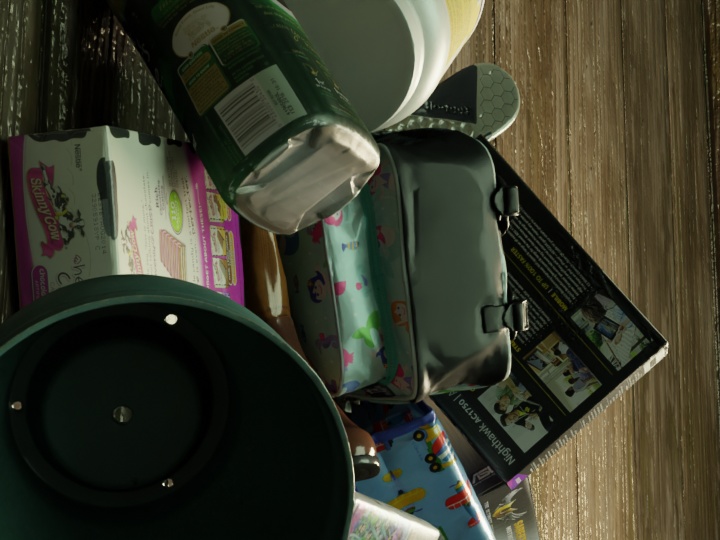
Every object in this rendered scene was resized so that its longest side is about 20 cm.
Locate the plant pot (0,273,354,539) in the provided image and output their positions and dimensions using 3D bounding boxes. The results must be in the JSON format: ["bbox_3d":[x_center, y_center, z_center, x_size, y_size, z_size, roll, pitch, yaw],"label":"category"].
[{"bbox_3d":[-0.112,0.087,1.148,0.134,0.199,0.201,-121,-161,-70],"label":"plant pot"}]

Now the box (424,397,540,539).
[{"bbox_3d":[0.078,0.159,1.783,0.159,0.048,0.200,57,-12,38],"label":"box"}]

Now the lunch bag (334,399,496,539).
[{"bbox_3d":[0.017,0.133,1.678,0.151,0.094,0.200,64,0,-27],"label":"lunch bag"}]

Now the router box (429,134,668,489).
[{"bbox_3d":[0.094,0.028,1.658,0.200,0.149,0.051,49,-2,12],"label":"router box"}]

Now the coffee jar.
[{"bbox_3d":[-0.075,-0.122,1.345,0.200,0.085,0.104,59,12,27],"label":"coffee jar"}]

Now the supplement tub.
[{"bbox_3d":[0.000,-0.179,1.634,0.200,0.145,0.146,-57,138,-64],"label":"supplement tub"}]

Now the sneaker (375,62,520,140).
[{"bbox_3d":[0.007,-0.076,1.747,0.202,0.146,0.077,-24,87,-31],"label":"sneaker"}]

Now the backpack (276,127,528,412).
[{"bbox_3d":[0.000,0.000,1.541,0.200,0.150,0.179,-175,-102,-67],"label":"backpack"}]

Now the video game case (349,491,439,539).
[{"bbox_3d":[-0.031,0.231,1.444,0.201,0.024,0.182,-60,158,-2],"label":"video game case"}]

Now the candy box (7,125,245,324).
[{"bbox_3d":[-0.124,-0.004,1.313,0.200,0.061,0.137,7,78,-74],"label":"candy box"}]

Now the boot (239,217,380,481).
[{"bbox_3d":[-0.045,0.029,1.427,0.188,0.068,0.201,-179,-96,-74],"label":"boot"}]
